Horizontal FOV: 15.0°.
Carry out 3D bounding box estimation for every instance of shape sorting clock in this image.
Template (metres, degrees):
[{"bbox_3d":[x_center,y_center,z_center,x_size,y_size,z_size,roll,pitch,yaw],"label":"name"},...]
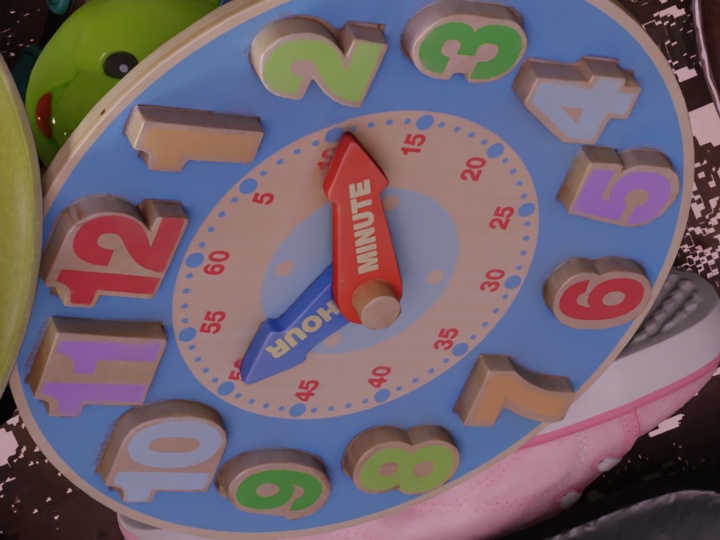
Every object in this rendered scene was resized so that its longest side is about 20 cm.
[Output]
[{"bbox_3d":[0.000,0.000,0.738,0.199,0.039,0.201,-11,132,-12],"label":"shape sorting clock"}]

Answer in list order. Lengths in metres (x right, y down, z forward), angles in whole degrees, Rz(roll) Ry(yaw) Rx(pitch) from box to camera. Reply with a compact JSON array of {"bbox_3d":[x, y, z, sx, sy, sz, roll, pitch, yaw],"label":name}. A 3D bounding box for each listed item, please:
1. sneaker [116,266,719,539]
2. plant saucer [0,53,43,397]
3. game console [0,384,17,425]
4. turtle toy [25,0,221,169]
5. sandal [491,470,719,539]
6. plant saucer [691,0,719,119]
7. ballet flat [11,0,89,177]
[{"bbox_3d":[0.032,0.075,0.867,0.199,0.075,0.105,-23,115,5],"label":"sneaker"},{"bbox_3d":[-0.175,0.000,0.691,0.199,0.031,0.201,-2,70,5],"label":"plant saucer"},{"bbox_3d":[-0.165,0.116,0.768,0.199,0.172,0.119,-29,85,26],"label":"game console"},{"bbox_3d":[-0.002,-0.054,0.789,0.199,0.101,0.147,-6,108,-21],"label":"turtle toy"},{"bbox_3d":[0.032,0.120,0.814,0.200,0.048,0.076,-29,104,17],"label":"sandal"},{"bbox_3d":[0.197,-0.090,0.820,0.199,0.035,0.202,0,103,1],"label":"plant saucer"},{"bbox_3d":[-0.072,-0.068,0.840,0.072,0.068,0.201,10,104,-20],"label":"ballet flat"}]
